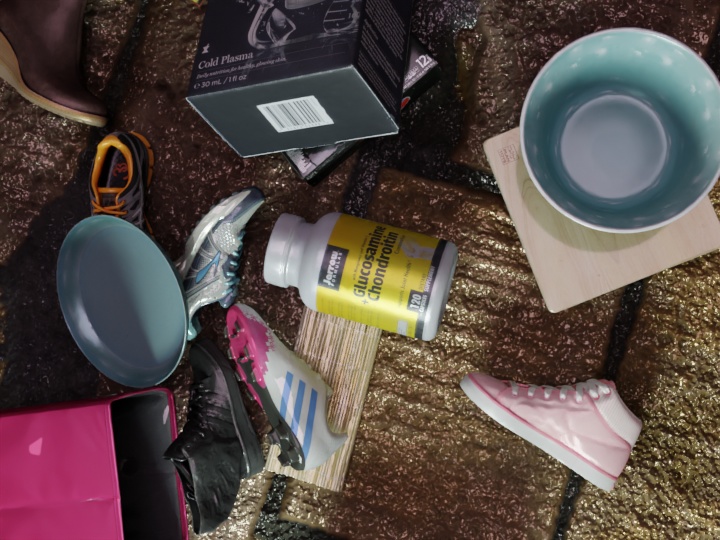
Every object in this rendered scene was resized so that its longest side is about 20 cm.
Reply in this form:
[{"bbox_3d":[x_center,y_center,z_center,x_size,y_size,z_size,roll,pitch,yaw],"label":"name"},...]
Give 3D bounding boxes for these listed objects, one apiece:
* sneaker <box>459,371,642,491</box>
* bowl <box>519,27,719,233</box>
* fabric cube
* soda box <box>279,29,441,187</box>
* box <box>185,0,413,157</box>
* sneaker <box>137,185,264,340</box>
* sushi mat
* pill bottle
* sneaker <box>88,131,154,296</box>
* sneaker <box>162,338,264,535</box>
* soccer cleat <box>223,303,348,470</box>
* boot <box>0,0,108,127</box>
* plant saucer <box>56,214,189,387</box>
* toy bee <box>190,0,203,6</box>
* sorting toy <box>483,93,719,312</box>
[{"bbox_3d":[0.212,0.142,1.097,0.200,0.075,0.105,33,95,1],"label":"sneaker"},{"bbox_3d":[0.261,-0.132,1.026,0.199,0.105,0.202,-1,85,8],"label":"bowl"},{"bbox_3d":[-0.317,0.240,1.103,0.198,0.196,0.201,-7,86,9],"label":"fabric cube"},{"bbox_3d":[-0.003,-0.185,1.152,0.200,0.071,0.063,-40,82,4],"label":"soda box"},{"bbox_3d":[-0.059,-0.246,1.086,0.199,0.124,0.198,-6,61,25],"label":"box"},{"bbox_3d":[-0.164,-0.007,1.167,0.086,0.078,0.200,40,101,3],"label":"sneaker"},{"bbox_3d":[-0.042,0.144,1.163,0.095,0.012,0.201,13,88,9],"label":"sushi mat"},{"bbox_3d":[0.000,0.000,1.118,0.199,0.112,0.113,14,88,8],"label":"pill bottle"},{"bbox_3d":[-0.285,-0.066,1.180,0.078,0.077,0.201,-3,87,6],"label":"sneaker"},{"bbox_3d":[-0.176,0.183,1.134,0.104,0.060,0.201,-21,85,-32],"label":"sneaker"},{"bbox_3d":[-0.082,0.123,1.133,0.086,0.070,0.201,-22,85,-29],"label":"soccer cleat"},{"bbox_3d":[-0.352,-0.279,1.200,0.199,0.072,0.167,32,98,15],"label":"boot"},{"bbox_3d":[-0.263,0.033,1.141,0.199,0.027,0.201,12,112,31],"label":"plant saucer"},{"bbox_3d":[-0.270,-0.382,1.186,0.199,0.109,0.132,14,90,9],"label":"toy bee"},{"bbox_3d":[0.262,-0.081,1.110,0.198,0.070,0.201,-22,83,5],"label":"sorting toy"}]
